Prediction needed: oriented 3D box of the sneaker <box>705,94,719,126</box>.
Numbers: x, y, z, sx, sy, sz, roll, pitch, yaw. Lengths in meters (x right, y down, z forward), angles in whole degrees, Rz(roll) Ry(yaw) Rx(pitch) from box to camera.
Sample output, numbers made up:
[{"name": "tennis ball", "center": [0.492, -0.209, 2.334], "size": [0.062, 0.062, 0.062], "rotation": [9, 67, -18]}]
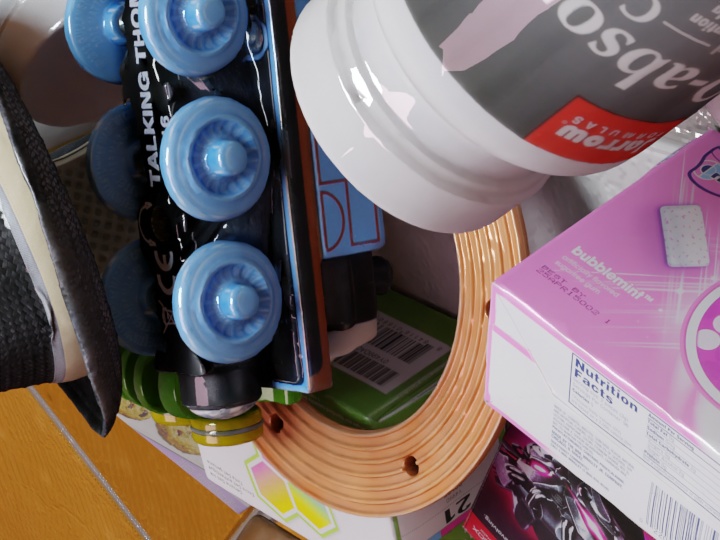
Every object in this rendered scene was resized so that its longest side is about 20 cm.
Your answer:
[{"name": "sneaker", "center": [0.189, -0.041, 0.777], "size": [0.114, 0.073, 0.200], "rotation": [56, 152, -9]}]

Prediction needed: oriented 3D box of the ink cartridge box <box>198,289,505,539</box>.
[{"name": "ink cartridge box", "center": [0.000, 0.104, 1.198], "size": [0.148, 0.076, 0.200], "rotation": [25, 137, 43]}]

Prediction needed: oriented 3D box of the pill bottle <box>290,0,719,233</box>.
[{"name": "pill bottle", "center": [0.075, -0.099, 0.785], "size": [0.200, 0.116, 0.116], "rotation": [-39, 86, 40]}]

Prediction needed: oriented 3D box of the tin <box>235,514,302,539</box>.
[{"name": "tin", "center": [0.016, 0.173, 1.206], "size": [0.200, 0.042, 0.112], "rotation": [28, 177, 39]}]

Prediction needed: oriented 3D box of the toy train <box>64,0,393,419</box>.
[{"name": "toy train", "center": [-0.042, -0.047, 0.993], "size": [0.087, 0.114, 0.201], "rotation": [2, 101, 56]}]

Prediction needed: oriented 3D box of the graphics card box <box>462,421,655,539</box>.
[{"name": "graphics card box", "center": [0.115, 0.091, 1.029], "size": [0.125, 0.051, 0.200], "rotation": [46, 152, 16]}]

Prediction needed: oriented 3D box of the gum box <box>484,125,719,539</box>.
[{"name": "gum box", "center": [0.144, 0.044, 0.882], "size": [0.200, 0.113, 0.066], "rotation": [38, 147, 29]}]

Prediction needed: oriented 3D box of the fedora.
[{"name": "fedora", "center": [-0.167, -0.010, 1.005], "size": [0.201, 0.091, 0.201], "rotation": [58, 162, 32]}]

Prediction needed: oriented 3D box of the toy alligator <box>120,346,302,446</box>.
[{"name": "toy alligator", "center": [-0.090, 0.035, 1.109], "size": [0.200, 0.054, 0.060], "rotation": [19, 115, 59]}]

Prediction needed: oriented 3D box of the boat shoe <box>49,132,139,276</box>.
[{"name": "boat shoe", "center": [-0.134, -0.018, 1.153], "size": [0.075, 0.200, 0.062], "rotation": [56, 155, 4]}]

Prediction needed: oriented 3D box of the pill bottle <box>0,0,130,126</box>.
[{"name": "pill bottle", "center": [-0.154, -0.160, 1.097], "size": [0.200, 0.112, 0.112], "rotation": [56, 153, 25]}]

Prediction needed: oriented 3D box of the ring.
[{"name": "ring", "center": [0.000, 0.000, 1.058], "size": [0.200, 0.019, 0.201], "rotation": [11, 105, 47]}]

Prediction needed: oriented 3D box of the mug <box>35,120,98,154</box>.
[{"name": "mug", "center": [-0.180, -0.083, 1.205], "size": [0.149, 0.153, 0.187], "rotation": [3, 122, 55]}]

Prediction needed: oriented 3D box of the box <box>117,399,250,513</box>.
[{"name": "box", "center": [-0.110, 0.044, 1.246], "size": [0.200, 0.041, 0.039], "rotation": [43, -162, -32]}]
